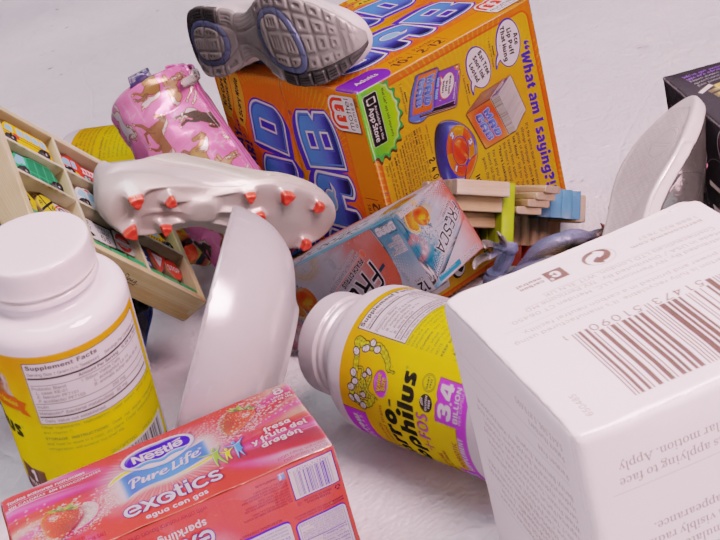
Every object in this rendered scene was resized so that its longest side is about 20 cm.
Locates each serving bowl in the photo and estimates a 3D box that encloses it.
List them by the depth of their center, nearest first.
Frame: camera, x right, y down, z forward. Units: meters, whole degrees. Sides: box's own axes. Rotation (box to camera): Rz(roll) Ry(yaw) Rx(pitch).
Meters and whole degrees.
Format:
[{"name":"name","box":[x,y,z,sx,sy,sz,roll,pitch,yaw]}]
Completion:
[{"name":"serving bowl","box":[-0.084,0.059,1.033,0.065,0.202,0.201,14,27,-5]}]

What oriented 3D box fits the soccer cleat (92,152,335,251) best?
[{"name":"soccer cleat","box":[-0.112,-0.059,1.147,0.198,0.070,0.078,3,34,-30]}]

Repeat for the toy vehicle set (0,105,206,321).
[{"name":"toy vehicle set","box":[-0.208,-0.043,1.129,0.026,0.199,0.125,-39,55,15]}]

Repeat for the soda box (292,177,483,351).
[{"name":"soda box","box":[0.000,0.000,1.132,0.068,0.064,0.199,-38,8,-40]}]

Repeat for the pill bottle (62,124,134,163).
[{"name":"pill bottle","box":[-0.238,-0.096,1.485,0.197,0.105,0.105,-5,28,19]}]

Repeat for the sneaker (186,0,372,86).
[{"name":"sneaker","box":[-0.056,-0.196,1.172,0.087,0.075,0.199,-28,28,-34]}]

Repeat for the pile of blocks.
[{"name":"pile of blocks","box":[0.128,-0.035,1.166,0.081,0.063,0.199,2,0,42]}]

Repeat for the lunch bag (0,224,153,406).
[{"name":"lunch bag","box":[-0.250,0.016,1.180,0.131,0.201,0.136,-28,25,13]}]

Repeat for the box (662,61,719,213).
[{"name":"box","box":[0.323,-0.080,1.141,0.105,0.124,0.200,-16,26,-3]}]

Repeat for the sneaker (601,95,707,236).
[{"name":"sneaker","box":[0.239,-0.032,1.088,0.071,0.099,0.201,-29,32,53]}]

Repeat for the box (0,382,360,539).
[{"name":"box","box":[-0.108,0.166,0.910,0.198,0.104,0.095,-23,27,-13]}]

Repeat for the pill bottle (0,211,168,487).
[{"name":"pill bottle","box":[-0.205,0.063,1.034,0.108,0.202,0.110,-7,34,4]}]

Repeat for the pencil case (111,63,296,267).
[{"name":"pencil case","box":[-0.127,-0.080,1.241,0.082,0.201,0.087,-31,-11,-27]}]

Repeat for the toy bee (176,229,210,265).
[{"name":"toy bee","box":[-0.175,-0.024,1.305,0.108,0.132,0.199,37,33,27]}]

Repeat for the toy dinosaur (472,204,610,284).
[{"name":"toy dinosaur","box":[0.131,0.029,1.126,0.180,0.106,0.200,-22,-8,5]}]

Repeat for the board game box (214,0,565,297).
[{"name":"board game box","box":[0.029,-0.110,1.264,0.199,0.202,0.199,-31,30,-31]}]

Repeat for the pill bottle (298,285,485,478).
[{"name":"pill bottle","box":[0.048,0.070,0.994,0.104,0.105,0.199,-33,31,-33]}]

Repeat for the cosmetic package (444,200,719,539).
[{"name":"cosmetic package","box":[0.164,0.102,0.779,0.163,0.202,0.165,-20,27,-12]}]
